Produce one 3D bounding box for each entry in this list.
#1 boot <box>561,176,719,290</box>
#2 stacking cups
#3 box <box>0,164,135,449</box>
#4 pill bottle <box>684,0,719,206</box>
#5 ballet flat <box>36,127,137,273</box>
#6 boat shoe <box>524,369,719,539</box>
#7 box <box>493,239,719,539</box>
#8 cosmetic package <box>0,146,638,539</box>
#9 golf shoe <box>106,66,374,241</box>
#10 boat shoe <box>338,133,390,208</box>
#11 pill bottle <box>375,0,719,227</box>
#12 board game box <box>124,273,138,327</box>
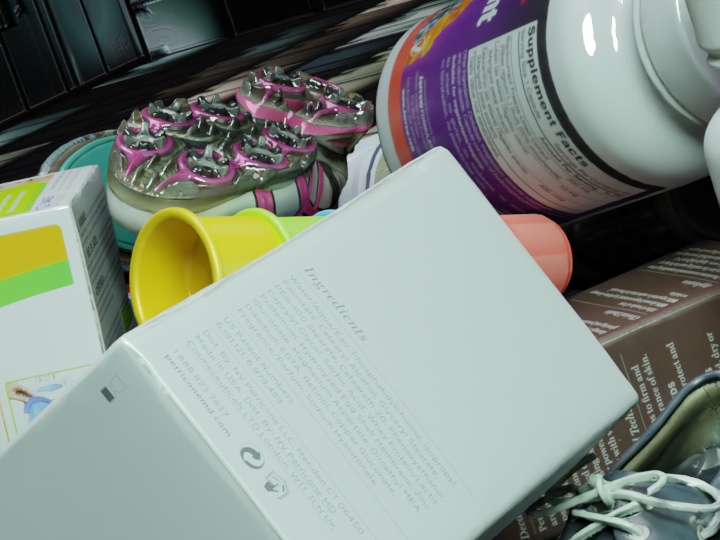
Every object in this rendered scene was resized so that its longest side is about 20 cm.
[{"bbox_3d":[0.174,-0.023,1.348,0.199,0.070,0.174,6,-13,-25],"label":"boot"},{"bbox_3d":[0.000,0.000,1.159,0.199,0.061,0.060,-4,-3,-42],"label":"stacking cups"},{"bbox_3d":[-0.197,0.033,1.155,0.199,0.102,0.113,-12,11,3],"label":"box"},{"bbox_3d":[0.194,-0.032,1.077,0.114,0.201,0.114,-19,11,4],"label":"pill bottle"},{"bbox_3d":[-0.096,-0.031,1.320,0.074,0.075,0.200,-12,0,37],"label":"ballet flat"},{"bbox_3d":[0.100,0.093,0.992,0.075,0.062,0.200,-10,15,37],"label":"boat shoe"},{"bbox_3d":[0.090,0.057,1.178,0.199,0.075,0.100,-21,10,-15],"label":"box"},{"bbox_3d":[-0.043,0.085,0.978,0.199,0.123,0.200,-42,-4,38],"label":"cosmetic package"},{"bbox_3d":[-0.053,-0.028,1.211,0.072,0.093,0.200,23,17,18],"label":"golf shoe"},{"bbox_3d":[0.024,-0.016,1.379,0.062,0.072,0.200,-13,21,11],"label":"boat shoe"},{"bbox_3d":[0.103,-0.083,1.211,0.111,0.112,0.200,-27,5,-35],"label":"pill bottle"},{"bbox_3d":[-0.135,0.021,1.339,0.194,0.056,0.200,-2,10,-3],"label":"board game box"}]
